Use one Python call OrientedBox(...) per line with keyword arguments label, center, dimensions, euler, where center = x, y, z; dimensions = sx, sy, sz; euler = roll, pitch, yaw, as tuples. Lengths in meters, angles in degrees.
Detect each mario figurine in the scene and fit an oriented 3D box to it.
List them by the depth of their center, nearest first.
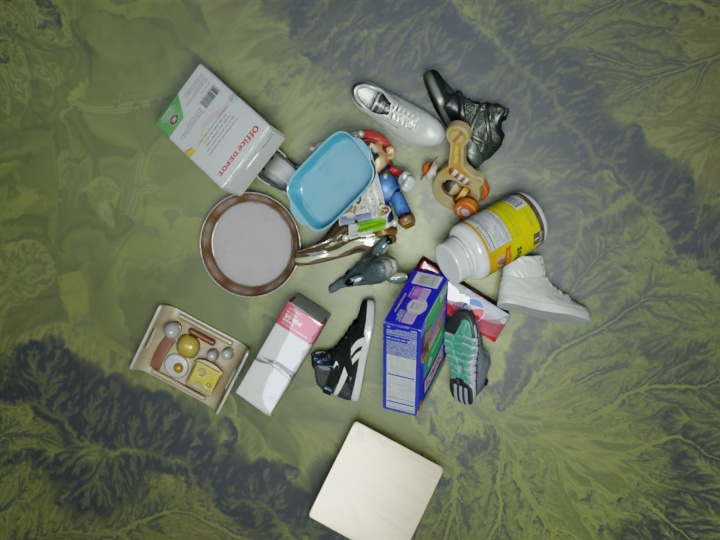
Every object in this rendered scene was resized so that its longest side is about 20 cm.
OrientedBox(label="mario figurine", center=(0.028, -0.166, 1.711), dimensions=(0.122, 0.106, 0.203), euler=(-18, 79, -12))

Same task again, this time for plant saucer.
OrientedBox(label="plant saucer", center=(-0.212, -0.050, 1.793), dimensions=(0.196, 0.034, 0.204), euler=(0, 96, 2))

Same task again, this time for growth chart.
OrientedBox(label="growth chart", center=(-0.018, -0.155, 1.703), dimensions=(0.143, 0.018, 0.203), euler=(-21, 86, 33))

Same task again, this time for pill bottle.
OrientedBox(label="pill bottle", center=(0.236, -0.055, 1.682), dimensions=(0.198, 0.109, 0.111), euler=(-28, 95, -20))

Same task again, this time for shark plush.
OrientedBox(label="shark plush", center=(0.000, 0.000, 1.728), dimensions=(0.198, 0.083, 0.092), euler=(-5, 112, 45))

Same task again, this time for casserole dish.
OrientedBox(label="casserole dish", center=(-0.049, -0.161, 1.681), dimensions=(0.200, 0.039, 0.122), euler=(-43, 77, 25))

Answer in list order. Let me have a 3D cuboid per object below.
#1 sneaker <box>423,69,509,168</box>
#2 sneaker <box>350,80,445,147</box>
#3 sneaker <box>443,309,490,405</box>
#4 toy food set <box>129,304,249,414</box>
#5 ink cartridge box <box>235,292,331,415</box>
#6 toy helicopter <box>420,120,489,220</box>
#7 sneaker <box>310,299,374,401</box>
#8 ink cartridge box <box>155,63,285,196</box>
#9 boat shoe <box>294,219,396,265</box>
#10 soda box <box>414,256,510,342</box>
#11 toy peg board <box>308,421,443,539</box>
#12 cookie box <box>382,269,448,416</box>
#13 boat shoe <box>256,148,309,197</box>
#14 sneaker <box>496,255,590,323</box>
OrientedBox(label="sneaker", center=(0.202, -0.304, 1.725), dimensions=(0.114, 0.076, 0.201), euler=(-35, 96, 4))
OrientedBox(label="sneaker", center=(0.068, -0.289, 1.730), dimensions=(0.198, 0.081, 0.077), euler=(27, 95, -2))
OrientedBox(label="sneaker", center=(0.208, 0.150, 1.747), dimensions=(0.074, 0.087, 0.203), euler=(22, 128, 36))
OrientedBox(label="toy food set", center=(-0.333, 0.174, 1.809), dimensions=(0.198, 0.060, 0.145), euler=(28, 97, 0))
OrientedBox(label="ink cartridge box", center=(-0.144, 0.156, 1.754), dimensions=(0.082, 0.147, 0.202), euler=(31, 97, 0))
OrientedBox(label="toy helicopter", center=(0.169, -0.193, 1.700), dimensions=(0.130, 0.079, 0.202), euler=(18, 140, 19))
OrientedBox(label="sneaker", center=(-0.038, 0.148, 1.784), dimensions=(0.110, 0.073, 0.204), euler=(11, 98, 0))
OrientedBox(label="ink cartridge box", center=(-0.259, -0.259, 1.718), dimensions=(0.200, 0.084, 0.145), euler=(42, 97, 19))
OrientedBox(label="boat shoe", center=(-0.035, -0.064, 1.765), dimensions=(0.199, 0.075, 0.076), euler=(-15, 92, -9))
OrientedBox(label="soda box", center=(0.186, 0.054, 1.764), dimensions=(0.198, 0.070, 0.064), euler=(32, 99, -1))
OrientedBox(label="toy peg board", center=(0.027, 0.430, 1.814), dimensions=(0.198, 0.098, 0.201), euler=(28, 81, -1))
OrientedBox(label="cookie box", center=(0.102, 0.132, 1.689), dimensions=(0.074, 0.172, 0.203), euler=(12, 127, 18))
OrientedBox(label="boat shoe", center=(-0.174, -0.201, 1.761), dimensions=(0.199, 0.060, 0.074), euler=(37, 98, -1))
OrientedBox(label="sneaker", center=(0.353, 0.030, 1.750), dimensions=(0.197, 0.074, 0.118), euler=(15, 70, -21))
